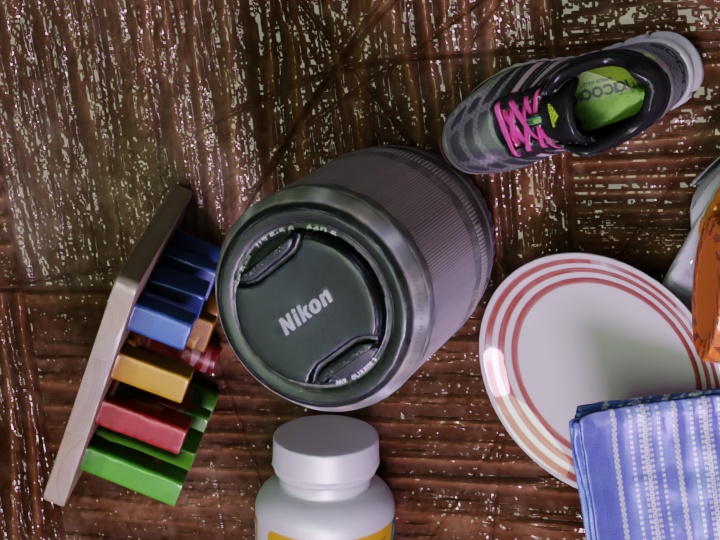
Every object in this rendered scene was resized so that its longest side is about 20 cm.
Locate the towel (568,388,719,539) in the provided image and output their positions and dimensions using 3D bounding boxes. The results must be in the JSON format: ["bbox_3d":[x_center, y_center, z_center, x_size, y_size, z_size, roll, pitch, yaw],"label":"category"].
[{"bbox_3d":[0.251,0.152,1.121,0.200,0.024,0.145,-8,93,4],"label":"towel"}]

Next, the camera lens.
[{"bbox_3d":[0.000,0.000,1.170,0.160,0.200,0.160,7,109,21],"label":"camera lens"}]

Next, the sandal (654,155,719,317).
[{"bbox_3d":[0.258,-0.042,1.125,0.079,0.059,0.207,11,136,-19],"label":"sandal"}]

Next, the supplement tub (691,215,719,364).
[{"bbox_3d":[0.323,0.018,1.054,0.200,0.123,0.123,3,108,1],"label":"supplement tub"}]

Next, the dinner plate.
[{"bbox_3d":[0.178,0.077,1.196,0.200,0.024,0.201,17,121,31],"label":"dinner plate"}]

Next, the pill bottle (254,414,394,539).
[{"bbox_3d":[-0.029,0.223,1.302,0.113,0.113,0.200,7,109,21],"label":"pill bottle"}]

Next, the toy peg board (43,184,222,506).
[{"bbox_3d":[-0.151,0.067,1.271,0.098,0.200,0.199,21,114,-3],"label":"toy peg board"}]

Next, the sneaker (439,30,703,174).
[{"bbox_3d":[0.138,-0.113,1.141,0.200,0.087,0.074,-16,100,26],"label":"sneaker"}]

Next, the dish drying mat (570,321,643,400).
[{"bbox_3d":[0.232,0.117,1.211,0.077,0.018,0.200,-26,95,26],"label":"dish drying mat"}]
